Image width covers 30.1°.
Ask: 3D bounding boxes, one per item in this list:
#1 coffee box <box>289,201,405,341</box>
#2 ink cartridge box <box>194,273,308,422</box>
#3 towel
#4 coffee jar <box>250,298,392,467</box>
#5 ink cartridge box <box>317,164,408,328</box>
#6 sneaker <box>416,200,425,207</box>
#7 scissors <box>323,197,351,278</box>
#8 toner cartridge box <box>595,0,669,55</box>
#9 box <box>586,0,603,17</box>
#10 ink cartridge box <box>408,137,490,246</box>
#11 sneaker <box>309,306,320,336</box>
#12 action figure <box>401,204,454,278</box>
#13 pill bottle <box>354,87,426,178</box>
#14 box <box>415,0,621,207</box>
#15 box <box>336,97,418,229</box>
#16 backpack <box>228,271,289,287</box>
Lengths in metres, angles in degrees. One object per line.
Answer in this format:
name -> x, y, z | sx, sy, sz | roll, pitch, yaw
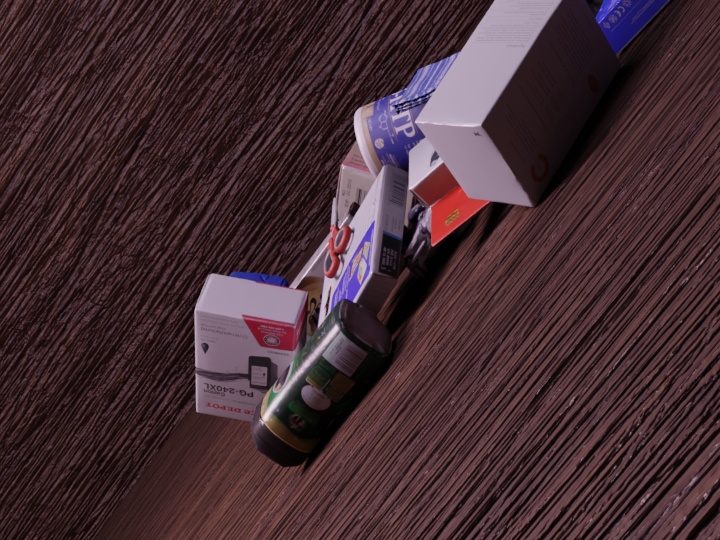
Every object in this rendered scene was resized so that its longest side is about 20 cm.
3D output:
coffee box -> -0.027, 0.016, 1.957 | 0.201, 0.113, 0.080 | -52, 7, 14
ink cartridge box -> -0.153, 0.116, 1.876 | 0.084, 0.143, 0.202 | -74, -9, -51
towel -> 0.143, -0.283, 1.820 | 0.198, 0.024, 0.145 | -21, 21, 29
coffee jar -> -0.050, 0.138, 1.603 | 0.200, 0.085, 0.104 | -51, 10, 19
ink cartridge box -> 0.000, 0.000, 1.717 | 0.199, 0.043, 0.201 | -83, 19, -44
sneaker -> 0.119, -0.150, 1.850 | 0.200, 0.090, 0.067 | -51, 6, 26
scissors -> -0.039, -0.046, 1.827 | 0.200, 0.014, 0.074 | -114, 44, -71
toner cartridge box -> 0.330, -0.328, 1.445 | 0.200, 0.043, 0.095 | -47, 8, 47
box -> 0.361, -0.422, 1.751 | 0.201, 0.036, 0.143 | -58, 7, -18
ink cartridge box -> 0.139, -0.141, 1.544 | 0.199, 0.043, 0.174 | -39, 24, 24
sneaker -> -0.062, 0.121, 1.831 | 0.116, 0.075, 0.200 | -52, 9, 0
action figure -> 0.089, -0.054, 1.702 | 0.130, 0.069, 0.200 | -48, 9, -7
pill bottle -> 0.102, -0.211, 1.922 | 0.198, 0.121, 0.120 | -21, 18, 19
box -> 0.167, -0.186, 1.400 | 0.097, 0.125, 0.201 | 11, 59, 46
box -> 0.054, -0.160, 2.090 | 0.201, 0.127, 0.110 | -62, -15, -46
backpack -> -0.156, 0.128, 2.126 | 0.163, 0.166, 0.202 | -58, -25, -66
